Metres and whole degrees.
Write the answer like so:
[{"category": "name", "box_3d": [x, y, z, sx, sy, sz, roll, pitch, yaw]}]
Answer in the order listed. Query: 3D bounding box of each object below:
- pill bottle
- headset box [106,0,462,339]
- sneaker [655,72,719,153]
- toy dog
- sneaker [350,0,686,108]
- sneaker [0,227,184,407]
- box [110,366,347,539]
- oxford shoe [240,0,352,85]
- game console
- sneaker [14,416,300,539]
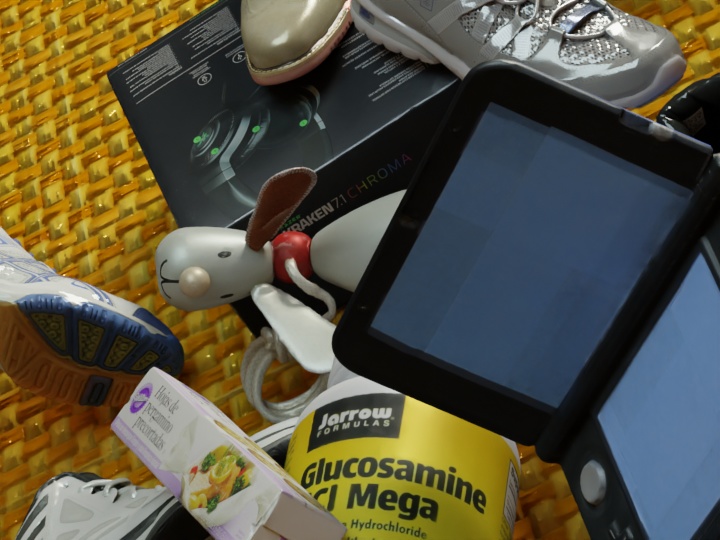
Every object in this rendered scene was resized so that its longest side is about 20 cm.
[{"category": "pill bottle", "box_3d": [0.015, 0.122, 1.269, 0.112, 0.113, 0.200, -13, 44, 25]}, {"category": "headset box", "box_3d": [-0.025, -0.075, 1.507, 0.174, 0.093, 0.200, -33, 40, 2]}, {"category": "sneaker", "box_3d": [0.164, -0.059, 1.343, 0.077, 0.111, 0.200, -48, 41, -15]}, {"category": "toy dog", "box_3d": [0.000, 0.000, 1.370, 0.200, 0.132, 0.096, -28, 11, 8]}, {"category": "sneaker", "box_3d": [0.073, -0.135, 1.384, 0.200, 0.082, 0.075, 21, 43, 30]}, {"category": "sneaker", "box_3d": [-0.188, 0.009, 1.481, 0.088, 0.200, 0.075, -91, 24, -49]}, {"category": "box", "box_3d": [-0.064, 0.095, 1.261, 0.039, 0.041, 0.200, -55, 24, -1]}, {"category": "oxford shoe", "box_3d": [-0.041, -0.184, 1.496, 0.071, 0.074, 0.200, -15, 43, 20]}, {"category": "game console", "box_3d": [0.090, 0.039, 1.132, 0.118, 0.200, 0.171, -1, 51, -25]}, {"category": "sneaker", "box_3d": [-0.105, 0.117, 1.388, 0.200, 0.076, 0.115, -36, 41, 3]}]
